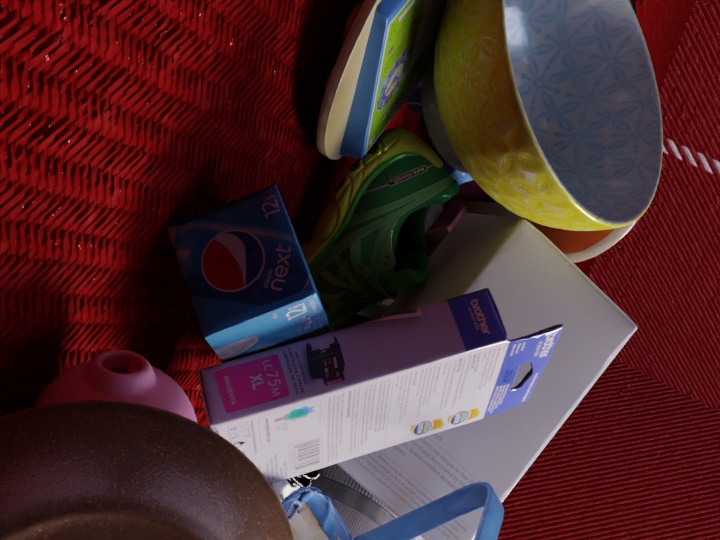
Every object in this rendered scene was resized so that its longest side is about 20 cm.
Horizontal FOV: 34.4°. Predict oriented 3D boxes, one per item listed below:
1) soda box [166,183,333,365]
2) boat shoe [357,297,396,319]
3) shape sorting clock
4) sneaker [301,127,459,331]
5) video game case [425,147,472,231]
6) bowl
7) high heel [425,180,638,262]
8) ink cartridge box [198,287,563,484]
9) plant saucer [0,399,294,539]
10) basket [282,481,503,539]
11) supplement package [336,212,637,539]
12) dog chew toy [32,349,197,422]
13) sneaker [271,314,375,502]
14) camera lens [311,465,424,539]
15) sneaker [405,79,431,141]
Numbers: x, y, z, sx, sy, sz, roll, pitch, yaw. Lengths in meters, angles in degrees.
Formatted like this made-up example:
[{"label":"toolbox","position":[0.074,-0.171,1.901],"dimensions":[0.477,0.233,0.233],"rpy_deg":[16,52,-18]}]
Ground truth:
[{"label":"soda box","position":[-0.052,0.029,0.681],"dimensions":[0.064,0.068,0.200],"rpy_deg":[-21,159,-2]},{"label":"boat shoe","position":[0.034,0.029,1.042],"dimensions":[0.201,0.071,0.061],"rpy_deg":[36,53,-68]},{"label":"shape sorting clock","position":[0.025,-0.160,0.730],"dimensions":[0.201,0.039,0.200],"rpy_deg":[-58,169,-19]},{"label":"sneaker","position":[0.000,0.000,0.805],"dimensions":[0.201,0.083,0.074],"rpy_deg":[-59,172,29]},{"label":"video game case","position":[0.117,-0.036,1.052],"dimensions":[0.201,0.045,0.182],"rpy_deg":[-56,129,-39]},{"label":"bowl","position":[0.105,-0.116,0.761],"dimensions":[0.199,0.107,0.202],"rpy_deg":[19,65,-46]},{"label":"high heel","position":[0.138,-0.055,0.884],"dimensions":[0.096,0.199,0.068],"rpy_deg":[-45,119,-37]},{"label":"ink cartridge box","position":[0.010,0.068,0.670],"dimensions":[0.198,0.042,0.120],"rpy_deg":[-13,153,-9]},{"label":"plant saucer","position":[-0.117,0.155,0.487],"dimensions":[0.202,0.199,0.037],"rpy_deg":[-66,-156,10]},{"label":"basket","position":[-0.013,0.201,0.673],"dimensions":[0.199,0.140,0.176],"rpy_deg":[-30,-172,21]},{"label":"supplement package","position":[0.070,0.073,0.803],"dimensions":[0.200,0.117,0.117],"rpy_deg":[-50,-167,-5]},{"label":"dog chew toy","position":[-0.124,0.132,0.557],"dimensions":[0.124,0.123,0.202],"rpy_deg":[-37,142,-60]},{"label":"sneaker","position":[-0.039,0.115,0.866],"dimensions":[0.201,0.081,0.073],"rpy_deg":[-63,144,-20]},{"label":"camera lens","position":[-0.037,0.239,0.931],"dimensions":[0.161,0.158,0.201],"rpy_deg":[97,17,-52]},{"label":"sneaker","position":[0.091,-0.133,0.932],"dimensions":[0.199,0.080,0.116],"rpy_deg":[-44,154,-57]}]
